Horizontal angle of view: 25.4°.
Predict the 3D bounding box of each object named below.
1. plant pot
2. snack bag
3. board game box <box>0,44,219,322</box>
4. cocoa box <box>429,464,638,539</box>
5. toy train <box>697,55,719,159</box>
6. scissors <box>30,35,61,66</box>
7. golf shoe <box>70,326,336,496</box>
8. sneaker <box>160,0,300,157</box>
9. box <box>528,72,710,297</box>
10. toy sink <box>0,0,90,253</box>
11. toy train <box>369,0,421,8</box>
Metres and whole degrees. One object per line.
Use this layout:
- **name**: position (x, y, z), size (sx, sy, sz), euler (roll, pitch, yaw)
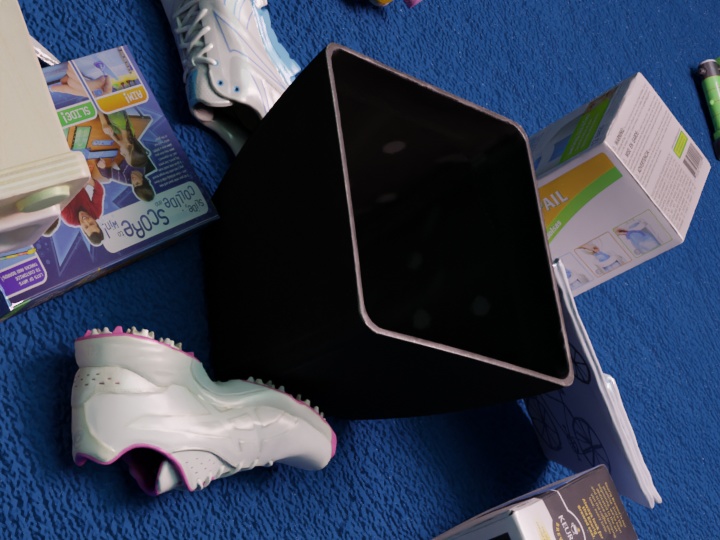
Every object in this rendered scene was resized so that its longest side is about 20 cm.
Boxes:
- **plant pot**: position (0.000, 0.000, 1.075), size (0.199, 0.177, 0.201), euler (18, 54, -43)
- **snack bag**: position (0.146, 0.070, 1.197), size (0.021, 0.188, 0.201), euler (-26, 101, -12)
- **board game box**: position (-0.190, -0.059, 1.008), size (0.200, 0.034, 0.136), euler (-27, 88, -52)
- **cocoa box**: position (0.131, 0.258, 1.097), size (0.131, 0.133, 0.201), euler (-15, 78, -52)
- **toy train**: position (0.413, -0.147, 1.758), size (0.056, 0.042, 0.202), euler (4, 64, -36)
- **scissors**: position (-0.269, -0.194, 1.021), size (0.199, 0.014, 0.074), euler (23, 49, -37)
- **golf shoe**: position (-0.100, 0.104, 0.994), size (0.199, 0.075, 0.092), euler (25, 65, -35)
- **sneaker**: position (-0.102, -0.155, 1.145), size (0.087, 0.075, 0.201), euler (-38, 97, -46)
- **box**: position (0.161, -0.049, 1.272), size (0.101, 0.199, 0.113), euler (48, 41, -14)
- **toy sink**: position (-0.224, -0.061, 0.859), size (0.111, 0.130, 0.202), euler (-17, 83, -27)
- **toy train**: position (-0.012, -0.289, 1.349), size (0.199, 0.055, 0.151), euler (3, 64, -51)
